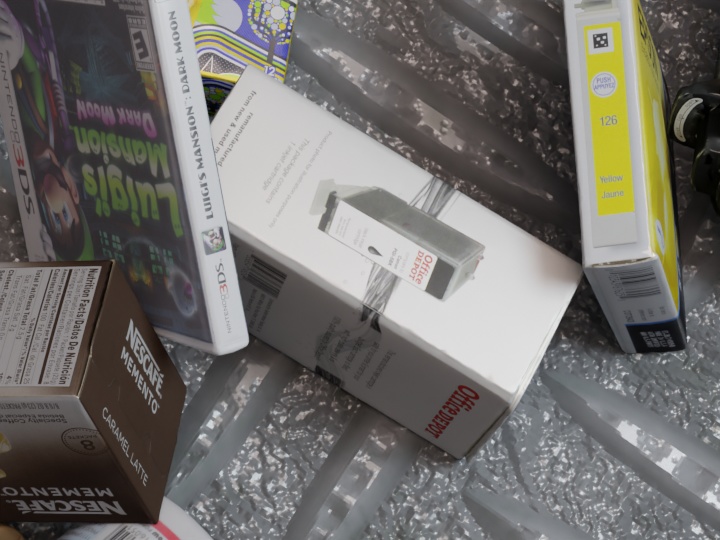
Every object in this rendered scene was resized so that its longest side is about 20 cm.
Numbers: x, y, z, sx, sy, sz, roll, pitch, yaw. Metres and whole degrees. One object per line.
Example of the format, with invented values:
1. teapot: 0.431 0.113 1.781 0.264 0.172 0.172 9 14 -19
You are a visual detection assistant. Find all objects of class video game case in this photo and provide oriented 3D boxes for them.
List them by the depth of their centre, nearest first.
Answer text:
1. video game case: -0.126 -0.061 1.338 0.023 0.200 0.183 -18 107 -29

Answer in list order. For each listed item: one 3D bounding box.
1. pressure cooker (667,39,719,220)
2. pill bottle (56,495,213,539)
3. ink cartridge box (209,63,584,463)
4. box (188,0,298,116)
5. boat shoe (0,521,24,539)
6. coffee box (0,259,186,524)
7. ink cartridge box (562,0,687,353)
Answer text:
1. pressure cooker: 0.263 -0.085 1.416 0.179 0.175 0.201 44 43 -35
2. pill bottle: -0.151 0.203 1.323 0.200 0.109 0.109 -39 83 -25
3. ink cartridge box: 0.000 0.000 1.394 0.199 0.147 0.083 31 72 1
4. box: -0.135 -0.135 1.456 0.199 0.064 0.070 11 74 -4
5. boat shoe: -0.248 0.198 1.357 0.072 0.072 0.201 28 80 32
6. coffee box: -0.198 0.060 1.323 0.199 0.115 0.080 -1 54 18
7. ink cartridge box: 0.135 -0.075 1.406 0.047 0.198 0.201 -4 76 12
